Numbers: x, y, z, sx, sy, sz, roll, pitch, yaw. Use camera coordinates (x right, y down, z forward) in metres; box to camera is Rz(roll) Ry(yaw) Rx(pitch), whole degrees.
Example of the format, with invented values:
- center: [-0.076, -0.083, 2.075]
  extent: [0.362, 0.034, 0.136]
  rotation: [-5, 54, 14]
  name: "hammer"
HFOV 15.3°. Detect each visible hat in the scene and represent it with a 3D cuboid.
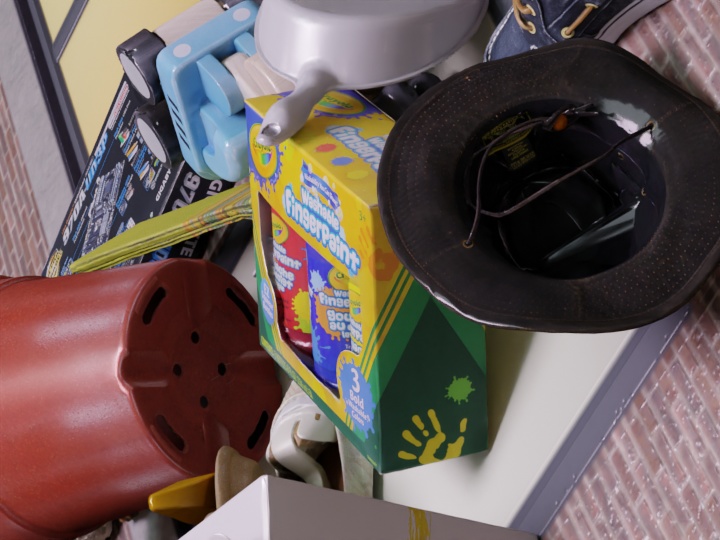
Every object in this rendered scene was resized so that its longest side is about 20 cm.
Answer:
- center: [0.108, -0.025, 1.421]
  extent: [0.081, 0.200, 0.201]
  rotation: [74, -176, -52]
  name: "hat"

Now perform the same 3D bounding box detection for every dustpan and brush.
- center: [-0.018, -0.130, 1.598]
  extent: [0.200, 0.140, 0.057]
  rotation: [-45, -38, -59]
  name: "dustpan and brush"

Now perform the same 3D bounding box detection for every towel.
- center: [-0.107, -0.035, 1.809]
  extent: [0.200, 0.086, 0.018]
  rotation: [-18, 100, 44]
  name: "towel"

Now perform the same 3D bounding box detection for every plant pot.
- center: [-0.170, 0.082, 1.776]
  extent: [0.195, 0.201, 0.201]
  rotation: [-14, 63, 38]
  name: "plant pot"

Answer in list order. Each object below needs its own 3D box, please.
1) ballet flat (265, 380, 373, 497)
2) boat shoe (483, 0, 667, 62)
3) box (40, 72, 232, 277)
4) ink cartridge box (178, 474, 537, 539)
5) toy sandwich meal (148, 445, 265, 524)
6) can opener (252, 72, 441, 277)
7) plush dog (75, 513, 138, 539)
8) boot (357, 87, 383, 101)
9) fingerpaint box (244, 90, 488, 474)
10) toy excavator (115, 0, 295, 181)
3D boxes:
- center: [-0.026, 0.129, 1.628]
  extent: [0.067, 0.062, 0.200]
  rotation: [-35, 47, 25]
  name: "ballet flat"
- center: [0.107, -0.162, 1.496]
  extent: [0.200, 0.091, 0.071]
  rotation: [-40, 44, 48]
  name: "boat shoe"
- center: [-0.169, -0.029, 1.988]
  extent: [0.200, 0.046, 0.159]
  rotation: [-66, 30, 19]
  name: "box"
- center: [-0.017, 0.201, 1.435]
  extent: [0.129, 0.200, 0.125]
  rotation: [-42, 43, 47]
  name: "ink cartridge box"
- center: [-0.078, 0.200, 1.598]
  extent: [0.205, 0.070, 0.205]
  rotation: [-13, -90, -86]
  name: "toy sandwich meal"
- center: [-0.001, -0.042, 1.701]
  extent: [0.067, 0.053, 0.200]
  rotation: [56, 133, 14]
  name: "can opener"
- center: [-0.265, 0.153, 1.935]
  extent: [0.160, 0.172, 0.200]
  rotation: [15, 94, 62]
  name: "plush dog"
- center: [0.024, -0.200, 1.696]
  extent: [0.075, 0.074, 0.200]
  rotation: [6, 80, 52]
  name: "boot"
- center: [0.000, 0.000, 1.570]
  extent: [0.200, 0.073, 0.167]
  rotation: [-137, 40, -58]
  name: "fingerpaint box"
- center: [-0.069, -0.113, 1.756]
  extent: [0.200, 0.100, 0.195]
  rotation: [45, 160, 35]
  name: "toy excavator"
